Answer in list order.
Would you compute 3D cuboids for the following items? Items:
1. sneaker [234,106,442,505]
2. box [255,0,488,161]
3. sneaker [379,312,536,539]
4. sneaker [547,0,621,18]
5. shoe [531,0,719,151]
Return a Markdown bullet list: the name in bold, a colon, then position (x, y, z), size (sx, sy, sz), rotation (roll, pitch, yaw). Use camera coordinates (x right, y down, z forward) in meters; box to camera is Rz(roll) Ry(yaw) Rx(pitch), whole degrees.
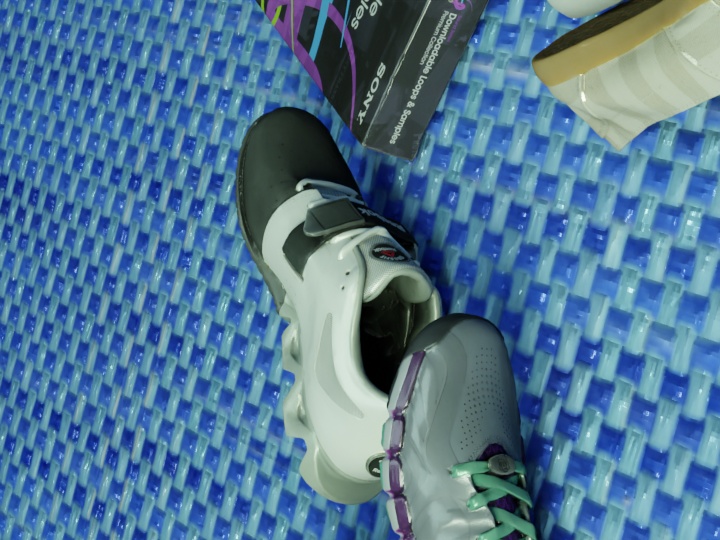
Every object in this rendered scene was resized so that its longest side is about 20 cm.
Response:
- **sneaker**: position (0.000, 0.000, 1.093), size (0.089, 0.074, 0.200), rotation (-43, 54, 46)
- **box**: position (0.007, -0.164, 1.173), size (0.143, 0.036, 0.200), rotation (-65, 33, 21)
- **sneaker**: position (0.058, 0.119, 0.960), size (0.087, 0.074, 0.200), rotation (6, 95, 50)
- **sneaker**: position (0.119, -0.184, 0.925), size (0.200, 0.085, 0.073), rotation (-46, 22, 39)
- **shoe**: position (0.145, -0.094, 0.897), size (0.200, 0.070, 0.053), rotation (-22, 98, 56)
